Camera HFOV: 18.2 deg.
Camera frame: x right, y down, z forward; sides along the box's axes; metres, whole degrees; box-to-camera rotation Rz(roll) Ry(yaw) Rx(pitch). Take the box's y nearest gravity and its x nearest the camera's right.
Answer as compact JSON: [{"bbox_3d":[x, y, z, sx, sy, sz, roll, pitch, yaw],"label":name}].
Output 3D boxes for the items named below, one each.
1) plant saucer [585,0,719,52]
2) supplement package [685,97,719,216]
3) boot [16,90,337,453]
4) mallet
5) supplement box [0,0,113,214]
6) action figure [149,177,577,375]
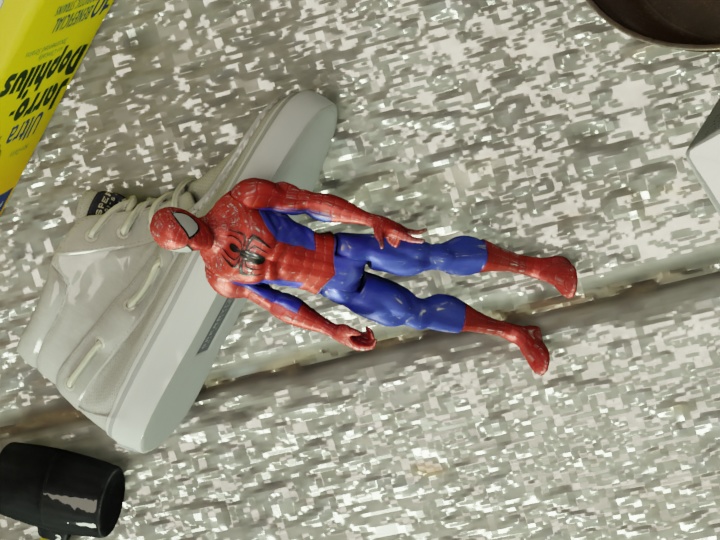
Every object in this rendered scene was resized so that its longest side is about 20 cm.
[{"bbox_3d":[0.177,-0.168,0.925,0.199,0.201,0.032,-30,136,21],"label":"plant saucer"},{"bbox_3d":[0.242,-0.042,0.906,0.151,0.200,0.151,-31,94,21],"label":"supplement package"},{"bbox_3d":[-0.095,-0.017,1.083,0.095,0.073,0.201,34,104,14],"label":"boot"},{"bbox_3d":[-0.173,0.182,1.176,0.065,0.041,0.201,19,112,11],"label":"mallet"},{"bbox_3d":[-0.195,-0.118,1.065,0.109,0.109,0.201,34,111,6],"label":"supplement box"},{"bbox_3d":[0.000,0.000,1.024,0.199,0.052,0.066,13,114,-15],"label":"action figure"}]
